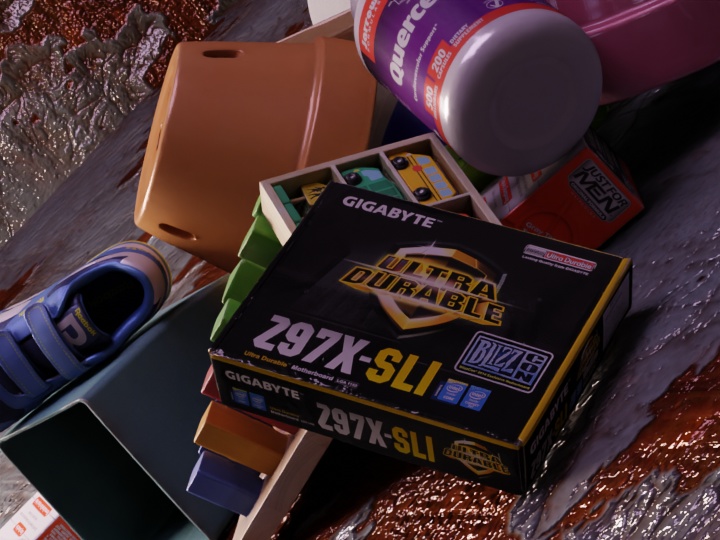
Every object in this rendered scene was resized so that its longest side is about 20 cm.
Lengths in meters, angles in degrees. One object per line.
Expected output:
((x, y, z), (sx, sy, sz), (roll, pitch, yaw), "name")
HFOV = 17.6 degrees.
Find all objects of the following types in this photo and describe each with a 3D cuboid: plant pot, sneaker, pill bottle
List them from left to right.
((-0.223, 0.049, 1.677), (0.200, 0.074, 0.082), (-39, 10, -4), "sneaker")
((-0.133, 0.099, 1.725), (0.141, 0.141, 0.200), (-26, 18, 52), "plant pot")
((-0.081, -0.082, 1.684), (0.200, 0.140, 0.200), (-167, 90, -81), "plant pot")
((0.068, -0.149, 1.539), (0.112, 0.112, 0.200), (-44, 37, 0), "pill bottle")
((0.189, -0.230, 1.574), (0.200, 0.179, 0.200), (-24, 12, 6), "plant pot")

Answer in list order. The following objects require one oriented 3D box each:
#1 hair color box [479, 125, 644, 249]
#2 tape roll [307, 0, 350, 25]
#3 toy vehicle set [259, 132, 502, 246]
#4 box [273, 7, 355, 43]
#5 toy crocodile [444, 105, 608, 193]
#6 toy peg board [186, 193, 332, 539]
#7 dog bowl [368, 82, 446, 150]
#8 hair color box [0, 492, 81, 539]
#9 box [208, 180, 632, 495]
((0.091, -0.011, 1.557), (0.200, 0.061, 0.102), (-42, 13, 13), "hair color box")
((0.056, -0.217, 1.982), (0.200, 0.200, 0.066), (-25, 24, 54), "tape roll")
((0.030, -0.004, 1.456), (0.124, 0.027, 0.200), (-18, 44, -16), "toy vehicle set")
((-0.012, -0.157, 1.809), (0.200, 0.021, 0.163), (-23, -18, 12), "box")
((0.111, -0.093, 1.643), (0.200, 0.062, 0.068), (-23, -28, -44), "toy crocodile")
((-0.060, 0.054, 1.545), (0.199, 0.098, 0.200), (-59, 9, 37), "toy peg board")
((0.085, -0.137, 1.732), (0.200, 0.079, 0.200), (-51, -16, -20), "dog bowl")
((-0.206, 0.182, 1.842), (0.200, 0.064, 0.111), (-45, 15, -9), "hair color box")
((0.036, 0.035, 1.354), (0.200, 0.049, 0.160), (16, 50, 23), "box")
